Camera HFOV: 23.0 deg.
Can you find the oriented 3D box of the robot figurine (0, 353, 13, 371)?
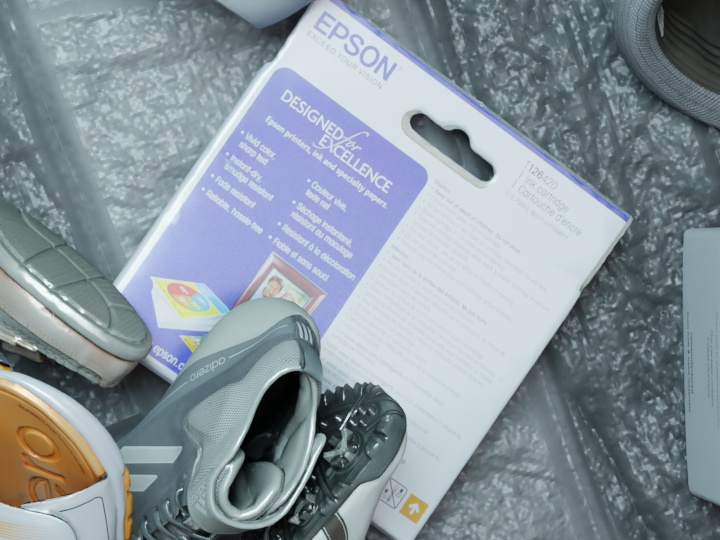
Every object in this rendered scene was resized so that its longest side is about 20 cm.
[{"bbox_3d":[-0.243,0.092,0.785,0.200,0.145,0.058,-38,75,-20],"label":"robot figurine"}]

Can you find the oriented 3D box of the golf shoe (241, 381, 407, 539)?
[{"bbox_3d":[-0.019,0.137,0.849,0.094,0.078,0.200,22,121,-23],"label":"golf shoe"}]

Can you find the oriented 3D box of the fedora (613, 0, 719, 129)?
[{"bbox_3d":[0.216,-0.150,0.874,0.199,0.177,0.091,20,54,-30],"label":"fedora"}]

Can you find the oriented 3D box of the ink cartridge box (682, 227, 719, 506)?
[{"bbox_3d":[0.257,0.050,0.850,0.144,0.200,0.146,-2,93,-11],"label":"ink cartridge box"}]

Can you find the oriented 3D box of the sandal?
[{"bbox_3d":[-0.142,0.132,0.780,0.079,0.059,0.208,13,132,20],"label":"sandal"}]

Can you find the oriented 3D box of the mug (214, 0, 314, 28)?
[{"bbox_3d":[-0.056,-0.222,0.819,0.199,0.148,0.176,34,94,20],"label":"mug"}]

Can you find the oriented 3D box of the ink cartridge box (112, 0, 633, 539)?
[{"bbox_3d":[0.000,0.000,0.880,0.197,0.047,0.201,36,85,-9],"label":"ink cartridge box"}]

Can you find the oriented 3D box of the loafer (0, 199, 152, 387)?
[{"bbox_3d":[-0.186,-0.006,0.825,0.200,0.072,0.063,39,103,8],"label":"loafer"}]

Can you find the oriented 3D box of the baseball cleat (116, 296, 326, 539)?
[{"bbox_3d":[-0.083,0.104,0.808,0.069,0.107,0.201,24,111,-21],"label":"baseball cleat"}]
